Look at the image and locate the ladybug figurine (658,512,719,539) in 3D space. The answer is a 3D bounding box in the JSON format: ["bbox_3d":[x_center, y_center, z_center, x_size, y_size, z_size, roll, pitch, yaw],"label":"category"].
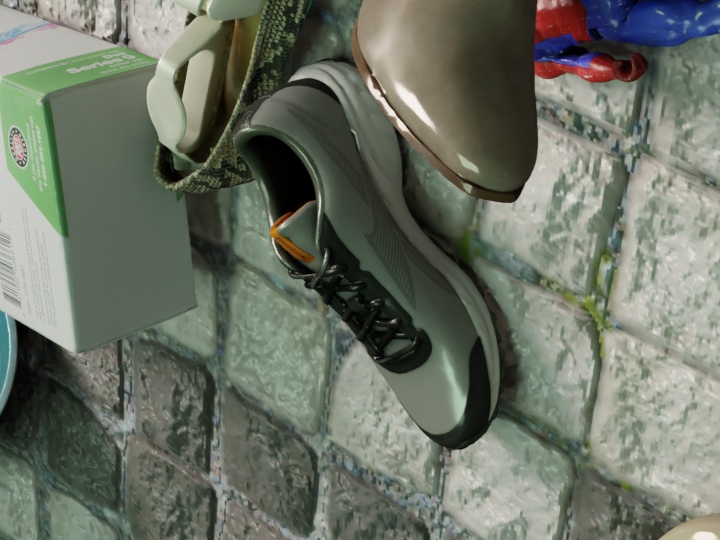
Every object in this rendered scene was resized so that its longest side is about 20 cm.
[{"bbox_3d":[0.184,0.193,0.822,0.135,0.072,0.201,8,115,43],"label":"ladybug figurine"}]

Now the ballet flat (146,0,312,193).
[{"bbox_3d":[-0.067,-0.116,0.916,0.068,0.075,0.201,41,135,27],"label":"ballet flat"}]

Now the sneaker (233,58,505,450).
[{"bbox_3d":[0.000,0.000,0.907,0.074,0.079,0.201,-27,91,47],"label":"sneaker"}]

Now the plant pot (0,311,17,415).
[{"bbox_3d":[-0.333,0.080,1.224,0.201,0.199,0.188,53,154,10],"label":"plant pot"}]

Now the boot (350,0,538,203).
[{"bbox_3d":[0.052,-0.141,0.728,0.147,0.070,0.201,-61,33,31],"label":"boot"}]

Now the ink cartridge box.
[{"bbox_3d":[-0.185,-0.058,1.046,0.199,0.087,0.146,21,124,46],"label":"ink cartridge box"}]

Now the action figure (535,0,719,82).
[{"bbox_3d":[0.108,-0.111,0.762,0.199,0.052,0.066,-4,111,49],"label":"action figure"}]
